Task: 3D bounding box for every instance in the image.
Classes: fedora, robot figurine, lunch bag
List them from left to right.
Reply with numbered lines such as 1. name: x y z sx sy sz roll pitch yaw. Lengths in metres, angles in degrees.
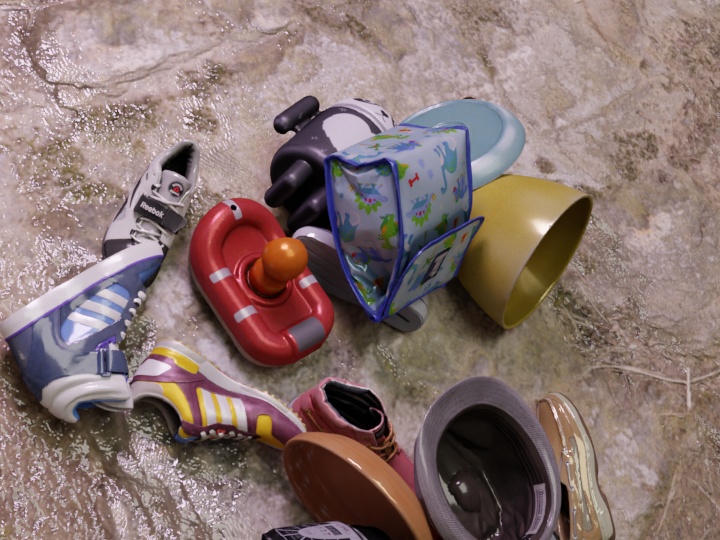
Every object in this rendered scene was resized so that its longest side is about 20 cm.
1. robot figurine: -0.031 -0.132 1.479 0.200 0.125 0.150 -46 135 -40
2. lunch bag: 0.055 -0.057 1.402 0.170 0.127 0.200 -28 120 -49
3. fedora: 0.116 0.216 1.244 0.177 0.090 0.200 -38 97 -35

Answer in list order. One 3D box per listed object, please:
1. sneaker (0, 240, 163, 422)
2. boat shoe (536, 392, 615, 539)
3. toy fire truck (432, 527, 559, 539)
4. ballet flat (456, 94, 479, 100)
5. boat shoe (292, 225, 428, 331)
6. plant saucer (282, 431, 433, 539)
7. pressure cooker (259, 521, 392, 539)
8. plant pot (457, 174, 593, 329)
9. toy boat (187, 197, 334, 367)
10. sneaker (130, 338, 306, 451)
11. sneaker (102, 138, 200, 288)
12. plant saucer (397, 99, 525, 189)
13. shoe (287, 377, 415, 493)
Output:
1. sneaker: -0.261 0.072 1.247 0.200 0.081 0.147 -33 93 -34
2. boat shoe: 0.247 0.248 1.465 0.076 0.072 0.200 -8 68 -21
3. toy fire truck: 0.108 0.271 1.330 0.176 0.129 0.200 -23 72 -37
4. ballet flat: 0.123 -0.168 1.630 0.068 0.067 0.200 28 53 -14
5. boat shoe: 0.000 0.000 1.466 0.200 0.074 0.067 38 42 -22
6. plant saucer: 0.003 0.241 1.233 0.200 0.200 0.037 47 61 2
7. pressure cooker: -0.033 0.340 1.171 0.200 0.179 0.176 -3 60 -27
8. plant pot: 0.183 -0.045 1.535 0.142 0.200 0.200 33 47 20
9. toy boat: -0.103 0.002 1.356 0.130 0.131 0.200 -29 80 -39
10. sneaker: -0.154 0.160 1.280 0.200 0.075 0.090 31 60 -4
11. sneaker: -0.232 -0.071 1.352 0.074 0.089 0.200 26 54 -17
12. plant saucer: 0.115 -0.168 1.564 0.200 0.200 0.027 -59 142 -39
13. shoe: 0.013 0.198 1.335 0.200 0.091 0.071 37 51 -8
